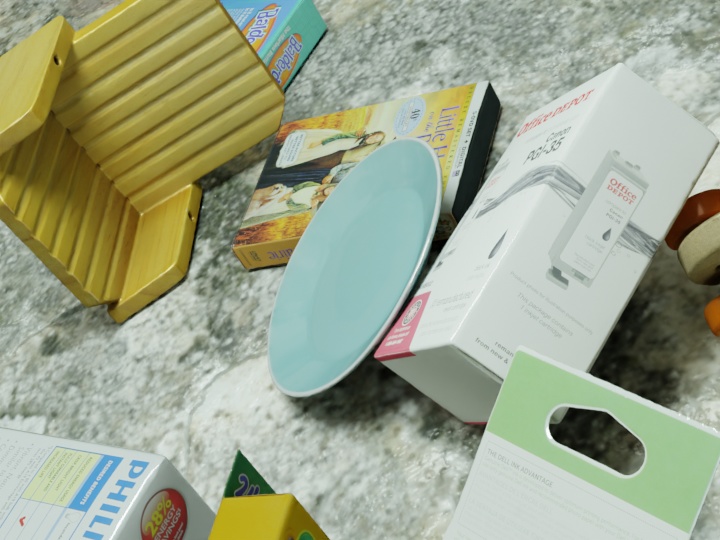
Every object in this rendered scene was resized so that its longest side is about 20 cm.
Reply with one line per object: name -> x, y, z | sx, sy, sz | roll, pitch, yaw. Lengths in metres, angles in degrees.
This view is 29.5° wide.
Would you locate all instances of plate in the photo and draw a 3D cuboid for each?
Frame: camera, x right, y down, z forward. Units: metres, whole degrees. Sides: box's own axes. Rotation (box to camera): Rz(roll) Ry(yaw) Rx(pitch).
plate -> 0.000, 0.000, 0.953 | 0.200, 0.025, 0.201 | -44, 30, 34

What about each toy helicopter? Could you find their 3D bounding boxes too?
toy helicopter -> 0.277, -0.044, 0.786 | 0.199, 0.132, 0.079 | -19, 67, -8

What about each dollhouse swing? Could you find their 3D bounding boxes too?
dollhouse swing -> -0.170, -0.100, 1.090 | 0.175, 0.200, 0.183 | -19, 41, 21

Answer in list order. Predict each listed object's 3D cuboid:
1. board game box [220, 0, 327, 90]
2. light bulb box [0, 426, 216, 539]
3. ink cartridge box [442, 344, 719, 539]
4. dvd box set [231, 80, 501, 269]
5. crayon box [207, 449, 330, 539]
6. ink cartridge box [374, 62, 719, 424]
board game box -> -0.148, -0.193, 1.300 | 0.199, 0.045, 0.153 | 7, 54, 40
light bulb box -> -0.207, 0.217, 0.855 | 0.199, 0.125, 0.199 | 3, 51, 37
ink cartridge box -> 0.103, 0.157, 0.694 | 0.145, 0.048, 0.201 | 23, 89, 47
dvd box set -> 0.005, -0.075, 1.078 | 0.199, 0.029, 0.147 | -8, 46, 31
crayon box -> -0.046, 0.213, 0.741 | 0.051, 0.126, 0.201 | -9, 45, 28
ink cartridge box -> 0.110, -0.011, 0.831 | 0.201, 0.083, 0.146 | -57, 10, -15
